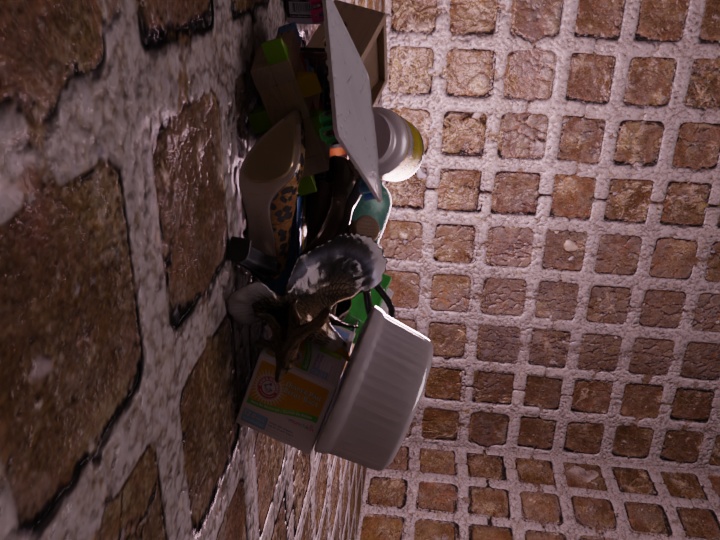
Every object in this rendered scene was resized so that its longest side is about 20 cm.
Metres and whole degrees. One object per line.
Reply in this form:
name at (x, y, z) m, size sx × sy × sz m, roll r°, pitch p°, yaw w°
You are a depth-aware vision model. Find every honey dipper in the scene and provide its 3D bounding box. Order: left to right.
honey dipper at (-0.021, -0.033, 0.995) m, size 0.200 × 0.037 × 0.039 m, roll 145°, pitch -48°, yaw -68°

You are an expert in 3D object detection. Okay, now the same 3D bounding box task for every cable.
cable at (0.000, 0.000, 1.121) m, size 0.097 × 0.201 × 0.050 m, roll -41°, pitch 170°, yaw -8°

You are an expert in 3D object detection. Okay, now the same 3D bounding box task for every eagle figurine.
eagle figurine at (-0.057, 0.050, 0.864) m, size 0.201 × 0.148 × 0.154 m, roll -57°, pitch 136°, yaw -58°

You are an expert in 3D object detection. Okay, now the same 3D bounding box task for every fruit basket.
fruit basket at (-0.014, 0.078, 1.255) m, size 0.201 × 0.092 × 0.188 m, roll 120°, pitch -6°, yaw -59°

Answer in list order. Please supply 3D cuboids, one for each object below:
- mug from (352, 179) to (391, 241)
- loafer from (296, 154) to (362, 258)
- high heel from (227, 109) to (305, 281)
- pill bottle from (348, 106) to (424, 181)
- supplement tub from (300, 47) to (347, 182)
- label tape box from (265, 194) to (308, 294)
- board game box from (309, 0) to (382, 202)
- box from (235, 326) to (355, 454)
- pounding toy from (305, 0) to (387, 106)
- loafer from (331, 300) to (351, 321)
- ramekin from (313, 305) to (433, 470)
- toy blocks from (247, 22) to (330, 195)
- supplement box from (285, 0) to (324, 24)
mug at (-0.016, -0.119, 1.239) m, size 0.185 × 0.149 × 0.117 m, roll -115°, pitch -135°, yaw -71°
loafer at (-0.050, -0.081, 0.955) m, size 0.073 × 0.070 × 0.202 m, roll -45°, pitch -162°, yaw 49°
high heel at (-0.103, -0.089, 0.874) m, size 0.143 × 0.070 × 0.204 m, roll 45°, pitch 65°, yaw -75°
pill bottle at (0.038, -0.216, 1.190) m, size 0.199 × 0.110 × 0.116 m, roll -10°, pitch 104°, yaw -72°
supplement tub at (-0.068, -0.222, 1.026) m, size 0.107 × 0.104 × 0.205 m, roll -71°, pitch 164°, yaw -70°
label tape box at (-0.101, -0.040, 1.015) m, size 0.200 × 0.062 × 0.148 m, roll -35°, pitch 129°, yaw -80°
board game box at (-0.017, -0.215, 0.888) m, size 0.200 × 0.025 × 0.205 m, roll 46°, pitch 37°, yaw -66°
box at (-0.084, 0.143, 0.956) m, size 0.200 × 0.110 × 0.103 m, roll -69°, pitch -178°, yaw -73°
pounding toy at (-0.035, -0.364, 1.235) m, size 0.185 × 0.139 × 0.203 m, roll 84°, pitch 28°, yaw -60°
loafer at (-0.040, 0.049, 1.062) m, size 0.202 × 0.061 × 0.073 m, roll 85°, pitch 14°, yaw -58°
ramekin at (0.020, 0.158, 0.906) m, size 0.200 × 0.096 × 0.204 m, roll -156°, pitch -91°, yaw -90°
toy blocks at (-0.085, -0.224, 0.904) m, size 0.138 × 0.098 × 0.203 m, roll -91°, pitch 164°, yaw -53°
supplement box at (-0.078, -0.472, 0.985) m, size 0.202 × 0.059 × 0.111 m, roll 89°, pitch 6°, yaw -49°
